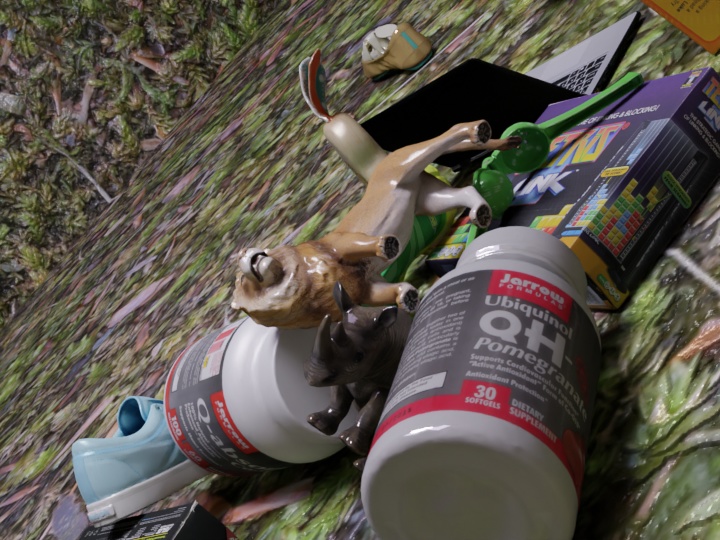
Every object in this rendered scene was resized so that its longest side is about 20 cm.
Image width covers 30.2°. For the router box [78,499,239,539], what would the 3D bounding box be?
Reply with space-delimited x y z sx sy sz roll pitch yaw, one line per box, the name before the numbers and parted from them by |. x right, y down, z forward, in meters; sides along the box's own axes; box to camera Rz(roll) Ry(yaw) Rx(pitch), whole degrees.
router box | -0.183 0.257 0.982 0.200 0.062 0.150 -23 26 52

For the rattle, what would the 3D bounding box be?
rattle | -0.023 -0.063 1.100 0.143 0.200 0.131 -37 31 16

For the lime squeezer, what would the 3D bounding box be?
lime squeezer | 0.110 -0.061 0.903 0.070 0.038 0.200 27 69 39

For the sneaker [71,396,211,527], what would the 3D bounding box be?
sneaker | -0.151 0.131 1.075 0.074 0.082 0.200 -21 2 34

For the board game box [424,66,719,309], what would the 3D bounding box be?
board game box | 0.151 -0.052 0.919 0.166 0.057 0.200 -52 18 -16

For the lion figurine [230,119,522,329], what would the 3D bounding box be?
lion figurine | 0.011 -0.030 0.877 0.122 0.073 0.200 2 36 50

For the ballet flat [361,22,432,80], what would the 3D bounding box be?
ballet flat | 0.038 -0.297 1.762 0.069 0.063 0.200 -48 16 -12

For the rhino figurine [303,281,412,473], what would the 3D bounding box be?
rhino figurine | 0.009 0.067 0.812 0.060 0.200 0.088 28 76 29

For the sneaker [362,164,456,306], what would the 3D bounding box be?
sneaker | 0.000 0.000 1.020 0.083 0.074 0.201 -18 -36 -43

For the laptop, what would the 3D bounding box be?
laptop | 0.117 -0.172 1.183 0.187 0.116 0.200 -23 27 51

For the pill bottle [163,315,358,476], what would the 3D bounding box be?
pill bottle | -0.061 0.086 0.976 0.116 0.116 0.200 -54 13 -27

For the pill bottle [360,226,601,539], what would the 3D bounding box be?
pill bottle | 0.074 0.064 0.732 0.110 0.111 0.200 -34 20 33

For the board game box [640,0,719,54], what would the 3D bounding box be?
board game box | 0.251 -0.330 1.016 0.200 0.199 0.200 -51 11 28
